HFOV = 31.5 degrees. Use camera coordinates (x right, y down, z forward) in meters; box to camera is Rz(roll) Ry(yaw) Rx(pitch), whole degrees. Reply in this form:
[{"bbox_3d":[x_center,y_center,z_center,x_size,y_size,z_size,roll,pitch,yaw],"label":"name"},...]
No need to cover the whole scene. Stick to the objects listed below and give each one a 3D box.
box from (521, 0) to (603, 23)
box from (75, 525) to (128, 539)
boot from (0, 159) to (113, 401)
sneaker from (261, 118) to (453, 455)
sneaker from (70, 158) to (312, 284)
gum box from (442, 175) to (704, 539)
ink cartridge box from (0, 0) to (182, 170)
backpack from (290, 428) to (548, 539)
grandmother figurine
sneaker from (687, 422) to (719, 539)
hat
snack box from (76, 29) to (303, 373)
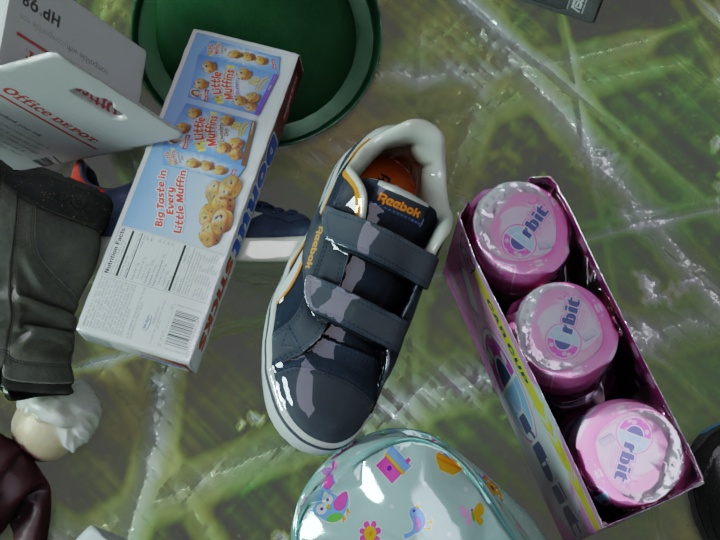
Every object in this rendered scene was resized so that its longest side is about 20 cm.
[{"bbox_3d":[0.094,-0.236,0.789,0.156,0.200,0.049,20,78,6],"label":"box"},{"bbox_3d":[-0.120,0.276,0.654,0.199,0.172,0.199,40,77,9],"label":"box"},{"bbox_3d":[-0.232,-0.006,0.695,0.198,0.067,0.133,21,74,-31],"label":"boot"},{"bbox_3d":[0.000,0.000,0.715,0.078,0.079,0.203,23,60,-18],"label":"sneaker"},{"bbox_3d":[-0.092,-0.039,0.795,0.196,0.075,0.086,0,78,-1],"label":"sneaker"},{"bbox_3d":[0.116,0.051,0.752,0.065,0.114,0.202,-22,75,-7],"label":"gum box"},{"bbox_3d":[-0.208,-0.114,0.750,0.197,0.115,0.068,-7,69,30],"label":"ink cartridge box"},{"bbox_3d":[0.048,0.183,0.708,0.166,0.127,0.201,-32,74,-6],"label":"backpack"},{"bbox_3d":[-0.234,0.139,0.755,0.200,0.060,0.122,-46,107,-15],"label":"grandmother figurine"},{"bbox_3d":[0.257,0.177,0.734,0.072,0.082,0.202,-24,74,-6],"label":"sneaker"},{"bbox_3d":[-0.081,-0.191,0.784,0.197,0.176,0.168,22,75,6],"label":"hat"},{"bbox_3d":[-0.097,-0.045,0.751,0.071,0.024,0.203,14,71,11],"label":"snack box"}]
